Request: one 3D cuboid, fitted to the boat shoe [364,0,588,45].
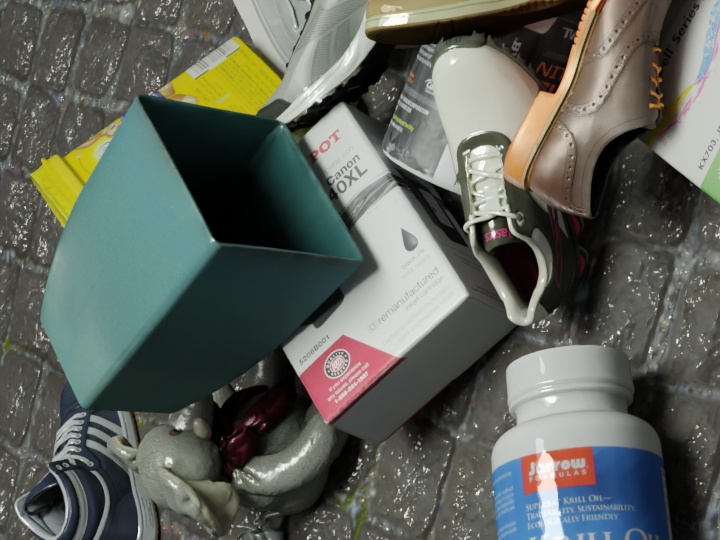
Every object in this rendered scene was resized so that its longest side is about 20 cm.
[{"bbox_3d":[0.096,-0.197,1.388,0.074,0.199,0.067,71,-173,-84],"label":"boat shoe"}]

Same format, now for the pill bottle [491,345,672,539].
[{"bbox_3d":[0.141,0.155,1.336,0.112,0.112,0.201,-26,61,44],"label":"pill bottle"}]

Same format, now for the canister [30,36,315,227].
[{"bbox_3d":[-0.137,-0.078,1.638,0.200,0.087,0.149,-36,50,-8],"label":"canister"}]

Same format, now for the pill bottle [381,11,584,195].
[{"bbox_3d":[0.098,-0.156,1.478,0.106,0.106,0.201,36,108,49],"label":"pill bottle"}]

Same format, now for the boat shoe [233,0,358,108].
[{"bbox_3d":[-0.042,-0.194,1.697,0.068,0.072,0.200,-43,47,19],"label":"boat shoe"}]

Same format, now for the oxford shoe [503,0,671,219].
[{"bbox_3d":[0.169,-0.127,1.325,0.073,0.071,0.201,34,107,21],"label":"oxford shoe"}]

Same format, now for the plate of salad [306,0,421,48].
[{"bbox_3d":[0.034,-0.266,1.565,0.199,0.048,0.201,-1,85,13],"label":"plate of salad"}]

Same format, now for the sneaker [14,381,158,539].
[{"bbox_3d":[-0.249,0.162,1.812,0.070,0.108,0.200,-50,46,29],"label":"sneaker"}]

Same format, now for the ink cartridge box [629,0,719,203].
[{"bbox_3d":[0.227,-0.124,1.343,0.200,0.067,0.118,46,115,47],"label":"ink cartridge box"}]

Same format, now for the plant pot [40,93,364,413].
[{"bbox_3d":[-0.129,0.004,1.488,0.200,0.141,0.142,-51,53,28],"label":"plant pot"}]

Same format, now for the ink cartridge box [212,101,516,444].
[{"bbox_3d":[0.000,0.000,1.529,0.145,0.083,0.200,-43,57,16],"label":"ink cartridge box"}]

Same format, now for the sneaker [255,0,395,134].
[{"bbox_3d":[-0.013,-0.176,1.531,0.079,0.074,0.200,47,116,11],"label":"sneaker"}]

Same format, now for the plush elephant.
[{"bbox_3d":[-0.106,0.129,1.608,0.164,0.154,0.201,16,92,51],"label":"plush elephant"}]

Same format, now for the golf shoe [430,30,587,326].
[{"bbox_3d":[0.098,-0.061,1.396,0.077,0.088,0.201,-14,111,26],"label":"golf shoe"}]
